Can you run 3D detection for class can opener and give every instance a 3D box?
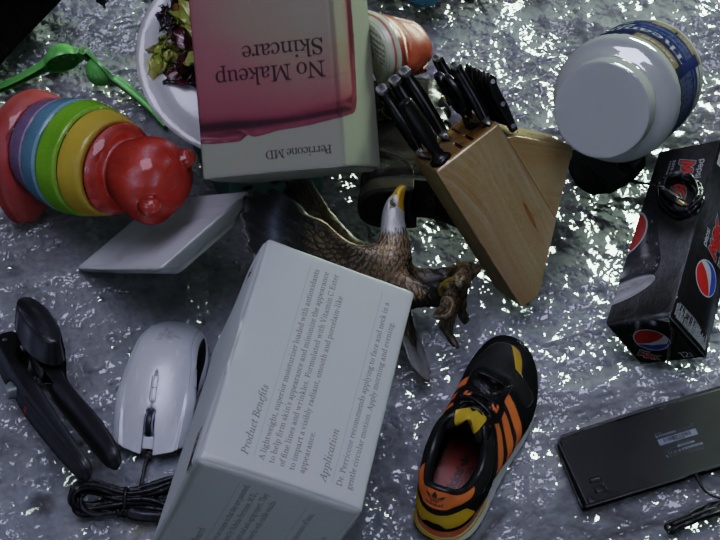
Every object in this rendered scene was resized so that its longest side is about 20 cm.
[{"bbox_3d":[-0.263,0.109,1.392,0.063,0.079,0.200,-21,47,-17],"label":"can opener"}]

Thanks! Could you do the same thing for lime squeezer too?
[{"bbox_3d":[-0.279,-0.190,1.628,0.199,0.038,0.071,10,57,8],"label":"lime squeezer"}]

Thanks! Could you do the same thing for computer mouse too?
[{"bbox_3d":[0.246,-0.088,1.481,0.059,0.034,0.200,-37,28,-11],"label":"computer mouse"},{"bbox_3d":[-0.180,0.121,1.412,0.109,0.044,0.201,3,57,6],"label":"computer mouse"}]

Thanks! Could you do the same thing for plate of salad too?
[{"bbox_3d":[-0.102,-0.197,1.466,0.199,0.048,0.201,1,73,-2],"label":"plate of salad"}]

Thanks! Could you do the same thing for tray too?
[{"bbox_3d":[-0.174,-0.027,1.458,0.107,0.022,0.200,-43,20,-22],"label":"tray"}]

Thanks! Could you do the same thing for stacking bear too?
[{"bbox_3d":[-0.233,-0.094,1.480,0.199,0.114,0.122,16,56,36],"label":"stacking bear"}]

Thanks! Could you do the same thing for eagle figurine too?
[{"bbox_3d":[0.002,-0.007,1.424,0.199,0.152,0.151,11,57,9],"label":"eagle figurine"}]

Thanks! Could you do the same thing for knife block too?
[{"bbox_3d":[0.087,-0.081,1.423,0.175,0.201,0.064,8,13,-19],"label":"knife block"}]

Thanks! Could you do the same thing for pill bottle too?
[{"bbox_3d":[0.233,-0.157,1.446,0.110,0.112,0.200,20,20,15],"label":"pill bottle"}]

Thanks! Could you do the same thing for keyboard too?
[{"bbox_3d":[0.276,0.164,1.380,0.199,0.021,0.127,-16,51,-7],"label":"keyboard"}]

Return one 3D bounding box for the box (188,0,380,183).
[{"bbox_3d":[-0.064,-0.177,1.364,0.127,0.109,0.201,-5,91,16],"label":"box"}]

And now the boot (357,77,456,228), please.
[{"bbox_3d":[0.078,-0.120,1.552,0.199,0.069,0.175,3,48,-4],"label":"boot"}]

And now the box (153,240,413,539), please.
[{"bbox_3d":[-0.064,0.121,1.301,0.130,0.200,0.200,20,57,-7],"label":"box"}]

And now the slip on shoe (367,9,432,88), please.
[{"bbox_3d":[0.033,-0.203,1.485,0.061,0.200,0.074,-22,90,4],"label":"slip on shoe"}]

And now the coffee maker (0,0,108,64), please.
[{"bbox_3d":[-0.385,-0.246,1.594,0.192,0.135,0.200,20,68,43],"label":"coffee maker"}]

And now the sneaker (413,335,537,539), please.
[{"bbox_3d":[0.101,0.127,1.368,0.070,0.090,0.201,18,59,14],"label":"sneaker"}]

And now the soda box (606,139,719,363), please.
[{"bbox_3d":[0.284,-0.017,1.459,0.071,0.063,0.201,-10,46,41],"label":"soda box"}]

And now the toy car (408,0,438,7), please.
[{"bbox_3d":[0.084,-0.350,1.666,0.150,0.175,0.200,45,62,-13],"label":"toy car"}]

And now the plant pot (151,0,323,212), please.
[{"bbox_3d":[-0.105,-0.167,1.548,0.141,0.141,0.201,-13,64,-7],"label":"plant pot"}]
